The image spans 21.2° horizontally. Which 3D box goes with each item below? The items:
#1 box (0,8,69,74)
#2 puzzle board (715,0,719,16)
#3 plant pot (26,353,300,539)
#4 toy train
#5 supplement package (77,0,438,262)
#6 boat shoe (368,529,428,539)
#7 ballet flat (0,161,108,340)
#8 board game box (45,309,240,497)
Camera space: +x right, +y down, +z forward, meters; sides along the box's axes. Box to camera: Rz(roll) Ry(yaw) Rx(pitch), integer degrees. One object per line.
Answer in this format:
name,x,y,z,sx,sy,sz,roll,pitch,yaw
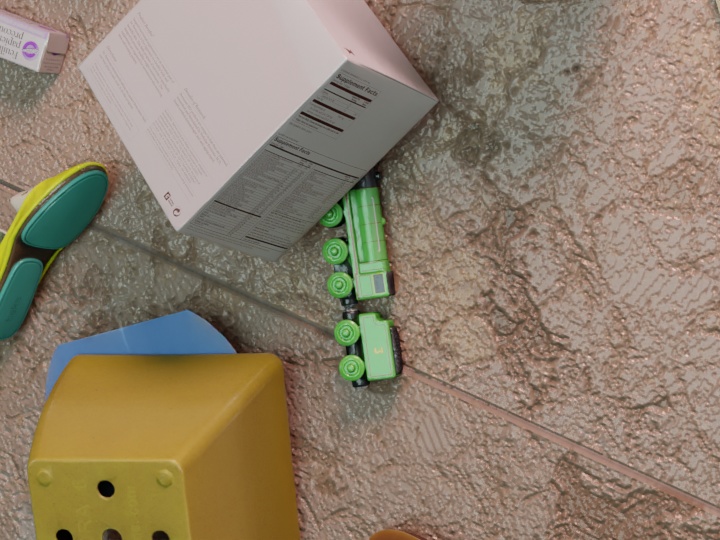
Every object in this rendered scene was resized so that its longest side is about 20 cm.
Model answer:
box,-0.361,-0.230,1.761,0.199,0.041,0.039,22,101,19
puzzle board,0.362,-0.186,1.495,0.150,0.017,0.201,-18,87,20
plant pot,-0.175,0.192,1.613,0.199,0.176,0.201,-1,105,15
toy train,0.000,0.000,1.636,0.056,0.042,0.201,-7,90,12
supplement package,-0.085,-0.152,1.579,0.200,0.147,0.192,-43,61,18
boat shoe,0.087,0.280,1.600,0.200,0.070,0.071,33,103,38
ballet flat,-0.302,-0.030,1.742,0.067,0.067,0.200,46,111,35
board game box,-0.179,0.119,1.711,0.199,0.039,0.159,-15,100,19
